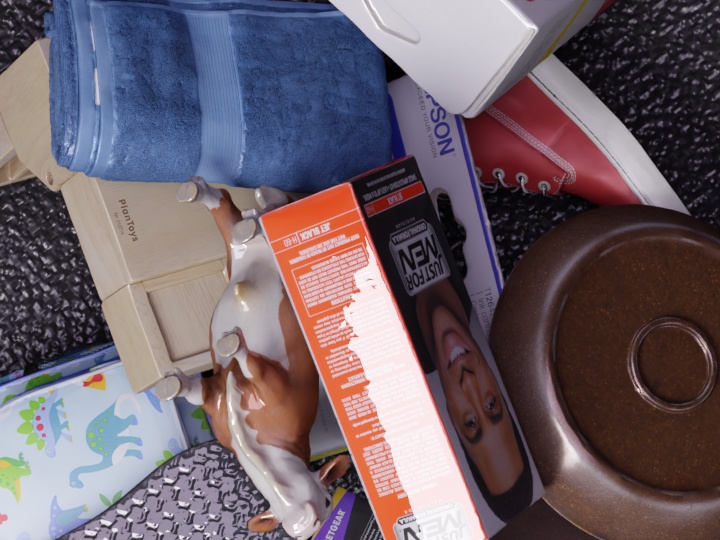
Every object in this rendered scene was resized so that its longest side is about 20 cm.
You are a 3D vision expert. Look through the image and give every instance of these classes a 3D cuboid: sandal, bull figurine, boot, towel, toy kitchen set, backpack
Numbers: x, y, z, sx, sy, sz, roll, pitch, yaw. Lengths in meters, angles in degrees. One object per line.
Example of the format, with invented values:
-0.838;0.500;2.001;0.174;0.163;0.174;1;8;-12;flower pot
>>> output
-0.114;0.151;1.536;0.199;0.045;0.075;-26;83;-1;sandal
-0.054;0.045;1.490;0.065;0.121;0.201;-13;59;22;bull figurine
0.091;-0.052;1.663;0.144;0.072;0.200;-45;75;0;boot
-0.076;-0.100;1.546;0.199;0.049;0.112;3;68;-26;towel
-0.116;-0.032;1.637;0.162;0.180;0.201;-17;82;-31;toy kitchen set
-0.168;0.138;1.629;0.199;0.147;0.184;-19;83;4;backpack

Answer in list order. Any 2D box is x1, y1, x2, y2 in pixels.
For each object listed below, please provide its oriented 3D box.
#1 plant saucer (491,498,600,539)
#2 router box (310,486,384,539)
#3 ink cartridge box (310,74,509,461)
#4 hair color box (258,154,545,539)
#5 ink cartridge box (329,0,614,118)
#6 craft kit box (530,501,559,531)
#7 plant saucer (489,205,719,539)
0.103;0.118;1.630;0.199;0.035;0.201;-10;57;16;plant saucer
0.033;0.228;1.586;0.156;0.201;0.052;22;48;7;router box
0.000;0.000;1.639;0.199;0.047;0.199;-17;82;28;ink cartridge box
0.024;0.047;1.488;0.061;0.101;0.201;-20;93;24;hair color box
0.075;-0.195;1.607;0.145;0.200;0.084;42;131;5;ink cartridge box
0.205;0.227;1.644;0.196;0.049;0.202;-6;85;7;craft kit box
0.170;0.056;1.566;0.199;0.034;0.202;5;75;-19;plant saucer
